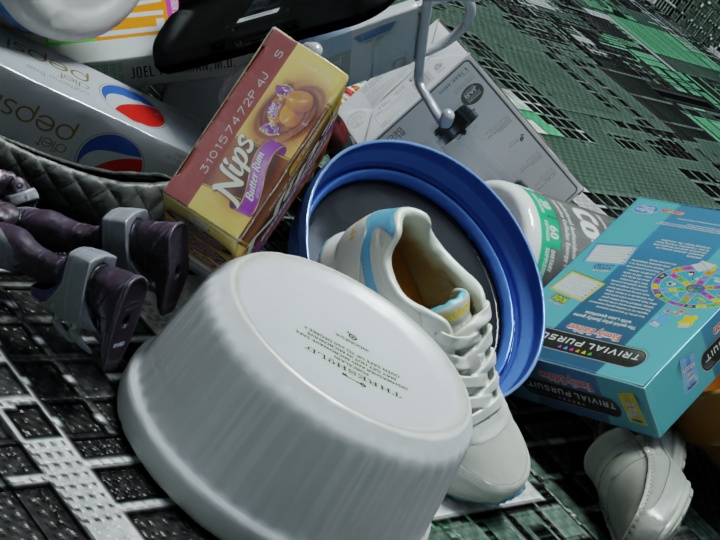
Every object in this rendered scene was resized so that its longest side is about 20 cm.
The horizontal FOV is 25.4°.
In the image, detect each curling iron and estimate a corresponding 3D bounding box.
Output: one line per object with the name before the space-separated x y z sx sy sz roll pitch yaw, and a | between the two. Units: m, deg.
curling iron | -0.023 -0.096 1.230 0.200 0.025 0.050 62 36 -50

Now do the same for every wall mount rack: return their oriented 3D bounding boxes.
wall mount rack | 0.006 -0.142 1.085 0.199 0.174 0.075 -22 65 -14

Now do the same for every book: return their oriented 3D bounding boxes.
book | -0.160 -0.177 1.169 0.199 0.048 0.134 -8 38 -7

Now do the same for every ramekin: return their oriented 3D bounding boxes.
ramekin | -0.028 0.074 0.897 0.202 0.094 0.203 29 22 -13

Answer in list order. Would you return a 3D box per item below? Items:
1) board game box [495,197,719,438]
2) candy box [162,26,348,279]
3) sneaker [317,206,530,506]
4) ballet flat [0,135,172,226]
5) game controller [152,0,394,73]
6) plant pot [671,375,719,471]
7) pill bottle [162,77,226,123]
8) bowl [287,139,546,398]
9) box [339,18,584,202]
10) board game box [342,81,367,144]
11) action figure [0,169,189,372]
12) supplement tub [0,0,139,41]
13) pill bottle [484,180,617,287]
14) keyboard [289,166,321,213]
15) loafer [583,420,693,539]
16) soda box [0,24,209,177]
board game box | 0.209 0.028 1.162 0.200 0.047 0.151 -40 33 -29
candy box | -0.067 -0.059 0.974 0.056 0.117 0.200 33 -11 2
sneaker | 0.049 0.056 0.993 0.076 0.081 0.200 -32 92 -39
ballet flat | -0.209 -0.076 0.995 0.200 0.057 0.066 28 5 -19
game controller | -0.050 -0.181 1.060 0.042 0.199 0.105 51 44 -36
plant pot | 0.328 0.094 1.225 0.184 0.200 0.200 57 12 -25
pill bottle | -0.085 -0.162 1.275 0.113 0.114 0.200 32 30 -5
bowl | 0.038 0.007 1.094 0.200 0.039 0.201 18 55 -28
box | 0.084 -0.096 1.308 0.200 0.117 0.060 41 10 -42
board game box | 0.024 -0.122 1.465 0.200 0.035 0.126 34 21 1
action figure | -0.199 -0.021 0.886 0.199 0.070 0.130 23 28 19
supplement tub | -0.248 -0.234 1.092 0.200 0.132 0.132 18 8 38
pill bottle | 0.165 0.003 1.295 0.200 0.113 0.113 15 29 -39
keyboard | 0.000 0.000 1.170 0.200 0.040 0.104 44 24 -3
loafer | 0.184 0.145 1.094 0.070 0.070 0.200 29 14 2
soda box | -0.195 -0.098 1.064 0.199 0.064 0.068 24 24 -22
